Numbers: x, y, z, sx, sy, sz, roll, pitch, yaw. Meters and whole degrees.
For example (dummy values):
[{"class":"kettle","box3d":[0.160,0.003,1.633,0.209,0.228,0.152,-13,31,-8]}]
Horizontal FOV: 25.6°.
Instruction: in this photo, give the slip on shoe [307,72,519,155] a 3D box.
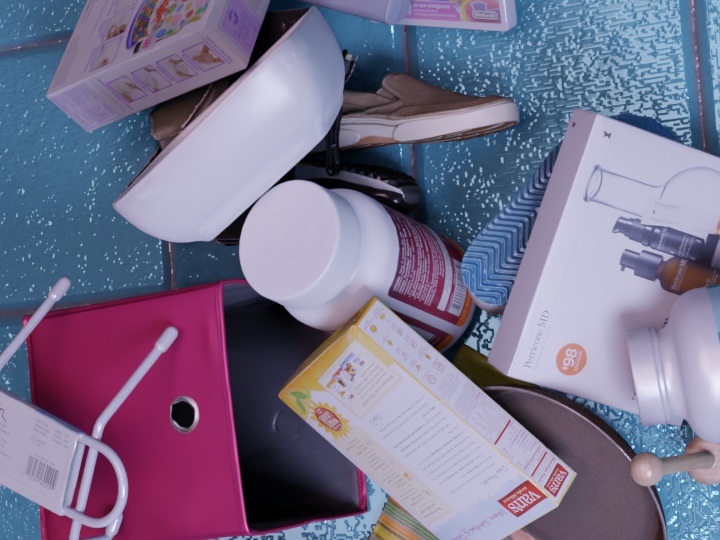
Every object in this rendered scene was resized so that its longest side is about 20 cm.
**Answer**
[{"class":"slip on shoe","box3d":[0.035,-0.134,1.307,0.199,0.076,0.061,-4,91,35]}]

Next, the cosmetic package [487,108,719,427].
[{"class":"cosmetic package","box3d":[0.198,-0.001,1.174,0.150,0.052,0.201,17,96,-15]}]

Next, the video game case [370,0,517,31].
[{"class":"video game case","box3d":[0.051,-0.293,1.272,0.143,0.018,0.201,11,122,37]}]

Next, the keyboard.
[{"class":"keyboard","box3d":[-0.060,-0.120,1.312,0.126,0.021,0.201,1,80,31]}]

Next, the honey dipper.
[{"class":"honey dipper","box3d":[0.229,0.136,1.112,0.038,0.200,0.038,-2,87,27]}]

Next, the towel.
[{"class":"towel","box3d":[0.074,0.168,1.294,0.086,0.018,0.201,28,99,25]}]

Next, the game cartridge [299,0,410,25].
[{"class":"game cartridge","box3d":[-0.011,-0.303,1.283,0.133,0.041,0.201,18,127,32]}]

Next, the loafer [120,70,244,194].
[{"class":"loafer","box3d":[-0.151,-0.127,1.389,0.069,0.075,0.201,25,99,-8]}]

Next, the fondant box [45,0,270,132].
[{"class":"fondant box","box3d":[-0.167,-0.214,1.367,0.199,0.058,0.145,-17,45,38]}]

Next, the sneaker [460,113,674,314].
[{"class":"sneaker","box3d":[0.160,-0.045,1.234,0.200,0.081,0.077,-39,76,-2]}]

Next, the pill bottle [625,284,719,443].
[{"class":"pill bottle","box3d":[0.290,0.059,1.111,0.199,0.111,0.112,-11,81,9]}]

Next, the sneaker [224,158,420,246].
[{"class":"sneaker","box3d":[-0.037,-0.048,1.344,0.199,0.070,0.091,9,98,32]}]

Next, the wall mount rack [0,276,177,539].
[{"class":"wall mount rack","box3d":[-0.226,0.106,1.206,0.199,0.074,0.175,22,102,29]}]

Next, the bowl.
[{"class":"bowl","box3d":[-0.088,-0.104,1.223,0.200,0.200,0.075,-41,101,16]}]

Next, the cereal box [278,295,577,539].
[{"class":"cereal box","box3d":[0.046,0.123,1.188,0.200,0.040,0.144,41,143,-4]}]

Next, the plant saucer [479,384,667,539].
[{"class":"plant saucer","box3d":[0.147,0.162,1.197,0.199,0.032,0.201,25,137,25]}]

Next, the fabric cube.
[{"class":"fabric cube","box3d":[-0.134,0.119,1.302,0.198,0.200,0.198,-9,83,27]}]

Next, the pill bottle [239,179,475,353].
[{"class":"pill bottle","box3d":[0.000,0.000,1.234,0.109,0.200,0.110,-10,71,31]}]
